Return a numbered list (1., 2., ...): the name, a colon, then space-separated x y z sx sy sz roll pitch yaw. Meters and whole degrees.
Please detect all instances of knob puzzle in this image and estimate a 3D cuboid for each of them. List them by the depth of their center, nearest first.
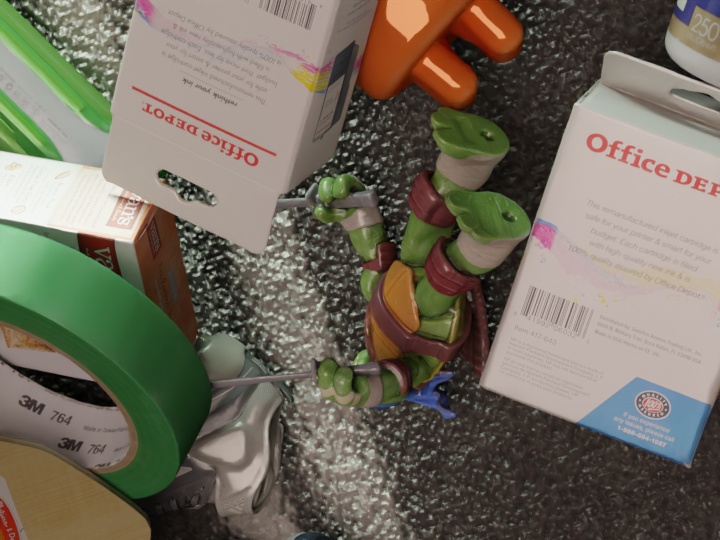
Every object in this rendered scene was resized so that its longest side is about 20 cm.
1. knob puzzle: -0.219 0.175 1.632 0.220 0.030 0.220 -2 110 -4

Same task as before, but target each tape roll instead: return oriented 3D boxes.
1. tape roll: -0.184 0.053 1.585 0.200 0.048 0.200 19 148 12

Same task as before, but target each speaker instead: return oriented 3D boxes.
1. speaker: -0.211 -0.105 1.669 0.200 0.088 0.088 45 109 2

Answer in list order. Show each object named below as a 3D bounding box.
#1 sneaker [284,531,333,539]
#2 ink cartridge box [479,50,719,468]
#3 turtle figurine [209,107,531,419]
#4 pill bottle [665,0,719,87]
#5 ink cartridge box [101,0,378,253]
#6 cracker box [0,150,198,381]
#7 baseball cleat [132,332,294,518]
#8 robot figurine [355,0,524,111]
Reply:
1. sneaker: 0.058 0.207 1.660 0.202 0.077 0.146 46 121 -8
2. ink cartridge box: 0.167 -0.018 1.558 0.129 0.125 0.200 22 109 9
3. turtle figurine: 0.000 0.000 1.589 0.200 0.144 0.194 35 128 0
4. pill bottle: 0.249 -0.193 1.507 0.116 0.116 0.200 21 106 10
5. ink cartridge box: -0.063 -0.123 1.526 0.117 0.067 0.200 26 121 15
6. cracker box: -0.204 -0.005 1.630 0.200 0.058 0.134 9 139 16
7. baseball cleat: -0.121 0.134 1.703 0.106 0.070 0.200 43 110 7
8. robot figurine: 0.002 -0.177 1.577 0.200 0.117 0.144 44 128 3
